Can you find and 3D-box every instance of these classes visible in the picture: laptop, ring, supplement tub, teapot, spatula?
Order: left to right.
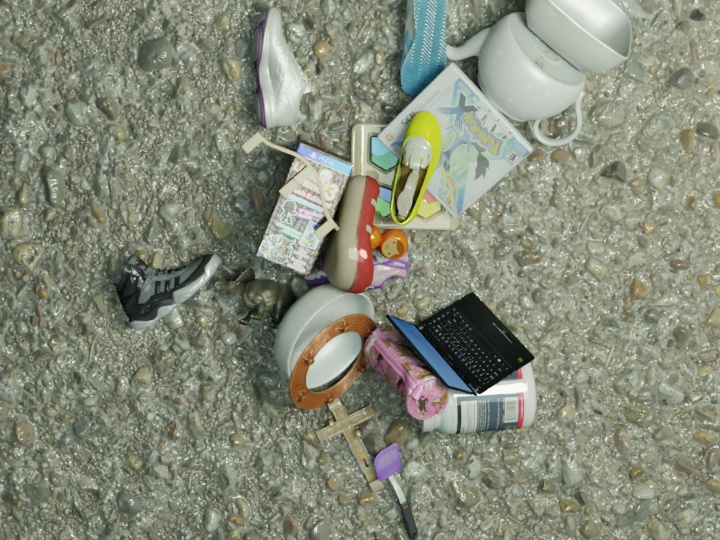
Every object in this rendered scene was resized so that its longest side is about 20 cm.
[{"bbox_3d":[-0.042,0.163,1.636,0.019,0.200,0.201,38,97,32],"label":"ring"},{"bbox_3d":[0.072,0.419,1.753,0.056,0.021,0.201,-26,105,-25],"label":"spatula"},{"bbox_3d":[0.171,0.114,1.597,0.199,0.104,0.177,-29,57,-19],"label":"laptop"},{"bbox_3d":[0.203,0.218,1.670,0.199,0.140,0.141,-4,100,-3],"label":"supplement tub"},{"bbox_3d":[0.272,-0.321,1.579,0.197,0.201,0.146,3,144,-37],"label":"teapot"}]

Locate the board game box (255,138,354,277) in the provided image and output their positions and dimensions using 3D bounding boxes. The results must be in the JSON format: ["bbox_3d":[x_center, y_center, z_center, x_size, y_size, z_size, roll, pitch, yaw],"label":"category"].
[{"bbox_3d":[-0.095,-0.110,1.586,0.096,0.159,0.201,22,99,-7],"label":"board game box"}]

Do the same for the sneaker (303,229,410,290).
[{"bbox_3d":[0.000,0.000,1.658,0.199,0.081,0.089,-16,119,3],"label":"sneaker"}]

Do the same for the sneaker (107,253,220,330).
[{"bbox_3d":[-0.347,0.010,1.632,0.200,0.076,0.114,-36,102,7],"label":"sneaker"}]

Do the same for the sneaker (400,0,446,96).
[{"bbox_3d":[0.109,-0.397,1.594,0.076,0.081,0.201,5,119,-6],"label":"sneaker"}]

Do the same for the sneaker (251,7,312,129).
[{"bbox_3d":[-0.133,-0.344,1.597,0.099,0.075,0.201,-5,105,-16],"label":"sneaker"}]

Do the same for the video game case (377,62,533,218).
[{"bbox_3d":[0.159,-0.217,1.587,0.200,0.022,0.182,45,115,-6],"label":"video game case"}]

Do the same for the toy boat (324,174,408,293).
[{"bbox_3d":[0.017,-0.053,1.565,0.130,0.131,0.201,16,58,-8],"label":"toy boat"}]

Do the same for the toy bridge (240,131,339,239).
[{"bbox_3d":[-0.099,-0.141,1.484,0.067,0.027,0.200,-40,96,4],"label":"toy bridge"}]

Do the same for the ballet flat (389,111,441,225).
[{"bbox_3d":[0.090,-0.165,1.577,0.066,0.067,0.201,18,115,8],"label":"ballet flat"}]

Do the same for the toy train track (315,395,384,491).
[{"bbox_3d":[-0.009,0.323,1.731,0.114,0.033,0.201,-27,101,2],"label":"toy train track"}]

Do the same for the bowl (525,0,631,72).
[{"bbox_3d":[0.352,-0.418,1.557,0.200,0.200,0.075,36,128,-11],"label":"bowl"}]

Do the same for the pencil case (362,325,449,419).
[{"bbox_3d":[0.075,0.171,1.585,0.086,0.200,0.083,-5,117,-25],"label":"pencil case"}]

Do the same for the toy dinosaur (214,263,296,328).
[{"bbox_3d":[-0.158,0.053,1.651,0.199,0.077,0.103,17,66,-19],"label":"toy dinosaur"}]

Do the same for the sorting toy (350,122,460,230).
[{"bbox_3d":[0.081,-0.164,1.649,0.199,0.036,0.186,1,100,-4],"label":"sorting toy"}]

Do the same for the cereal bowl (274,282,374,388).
[{"bbox_3d":[-0.074,0.102,1.630,0.083,0.200,0.201,37,98,33],"label":"cereal bowl"}]
